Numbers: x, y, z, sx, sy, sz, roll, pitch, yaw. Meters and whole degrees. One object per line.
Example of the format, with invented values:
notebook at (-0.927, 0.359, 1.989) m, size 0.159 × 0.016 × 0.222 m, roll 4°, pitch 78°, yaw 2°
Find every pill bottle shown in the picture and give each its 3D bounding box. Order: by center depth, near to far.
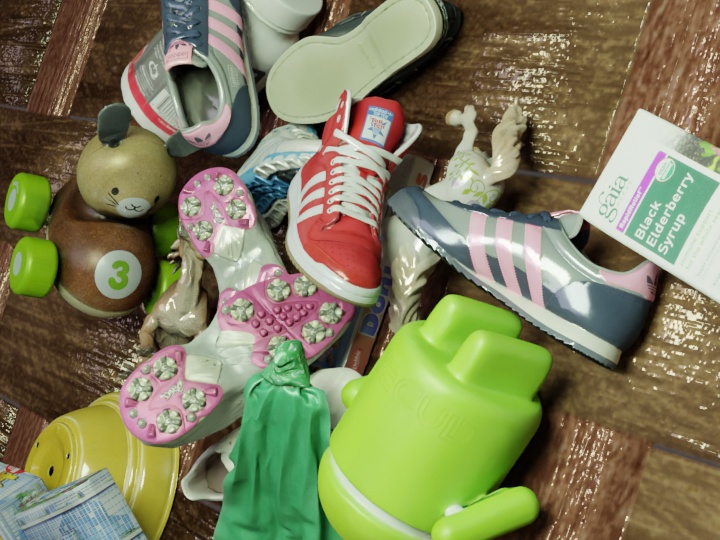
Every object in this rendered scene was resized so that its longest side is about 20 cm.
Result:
pill bottle at (-0.128, -0.211, 1.388) m, size 0.200 × 0.111 × 0.111 m, roll -39°, pitch 46°, yaw 34°

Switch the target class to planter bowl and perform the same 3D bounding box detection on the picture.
planter bowl at (-0.260, 0.196, 1.386) m, size 0.200 × 0.083 × 0.201 m, roll -25°, pitch 56°, yaw 43°

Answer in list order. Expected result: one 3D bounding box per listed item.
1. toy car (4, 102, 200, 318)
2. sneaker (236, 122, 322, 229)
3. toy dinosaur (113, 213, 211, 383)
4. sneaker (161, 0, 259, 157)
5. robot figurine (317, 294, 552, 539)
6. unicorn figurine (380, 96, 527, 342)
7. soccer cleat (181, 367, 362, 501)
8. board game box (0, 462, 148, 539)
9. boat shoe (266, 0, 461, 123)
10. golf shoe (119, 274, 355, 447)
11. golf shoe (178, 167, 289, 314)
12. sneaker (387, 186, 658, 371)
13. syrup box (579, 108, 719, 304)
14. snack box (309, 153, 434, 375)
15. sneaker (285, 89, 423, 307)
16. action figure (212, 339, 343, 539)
toy car at (-0.216, -0.069, 1.359) m, size 0.200 × 0.164 × 0.158 m, roll -53°, pitch 39°, yaw 38°
sneaker at (-0.056, -0.097, 1.268) m, size 0.200 × 0.075 × 0.087 m, roll -10°, pitch 50°, yaw 58°
toy dinosaur at (-0.160, 0.038, 1.343) m, size 0.200 × 0.086 × 0.136 m, roll 130°, pitch 153°, yaw -49°
sneaker at (-0.141, -0.199, 1.272) m, size 0.070 × 0.082 × 0.200 m, roll -20°, pitch 81°, yaw 22°
robot figurine at (0.046, 0.116, 1.007) m, size 0.200 × 0.116 × 0.176 m, roll -59°, pitch 40°, yaw 18°
unicorn figurine at (0.055, -0.034, 1.099) m, size 0.137 × 0.074 × 0.200 m, roll -97°, pitch 30°, yaw -52°
soccer cleat at (-0.065, 0.138, 1.161) m, size 0.200 × 0.078 × 0.069 m, roll -36°, pitch 80°, yaw 41°
board game box at (-0.273, 0.253, 1.301) m, size 0.200 × 0.062 × 0.200 m, roll -28°, pitch 94°, yaw 42°
boat shoe at (0.005, -0.181, 1.247) m, size 0.199 × 0.066 × 0.075 m, roll -30°, pitch 84°, yaw 40°
golf shoe at (-0.094, 0.071, 1.141) m, size 0.200 × 0.092 × 0.075 m, roll -30°, pitch 72°, yaw -12°
golf shoe at (-0.086, 0.011, 1.232) m, size 0.075 × 0.092 × 0.200 m, roll -21°, pitch 76°, yaw 9°
sneaker at (0.111, -0.016, 0.998) m, size 0.200 × 0.070 × 0.082 m, roll 35°, pitch 93°, yaw 22°
syrup box at (0.229, -0.018, 0.872) m, size 0.200 × 0.081 × 0.079 m, roll 40°, pitch 104°, yaw 50°
snack box at (0.000, 0.000, 1.198) m, size 0.072 × 0.024 × 0.200 m, roll 17°, pitch 87°, yaw 53°
sneaker at (-0.001, -0.061, 1.078) m, size 0.113 × 0.071 × 0.200 m, roll -57°, pitch 23°, yaw 21°
action figure at (-0.054, 0.138, 1.092) m, size 0.055 × 0.118 × 0.200 m, roll -55°, pitch -27°, yaw -54°
